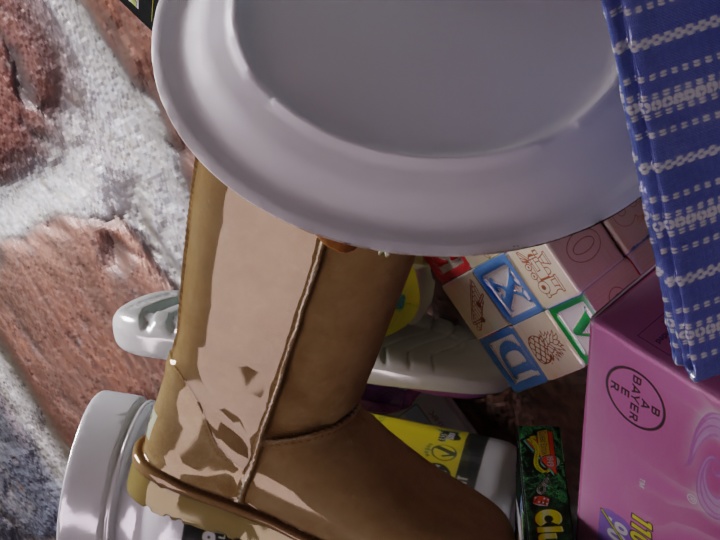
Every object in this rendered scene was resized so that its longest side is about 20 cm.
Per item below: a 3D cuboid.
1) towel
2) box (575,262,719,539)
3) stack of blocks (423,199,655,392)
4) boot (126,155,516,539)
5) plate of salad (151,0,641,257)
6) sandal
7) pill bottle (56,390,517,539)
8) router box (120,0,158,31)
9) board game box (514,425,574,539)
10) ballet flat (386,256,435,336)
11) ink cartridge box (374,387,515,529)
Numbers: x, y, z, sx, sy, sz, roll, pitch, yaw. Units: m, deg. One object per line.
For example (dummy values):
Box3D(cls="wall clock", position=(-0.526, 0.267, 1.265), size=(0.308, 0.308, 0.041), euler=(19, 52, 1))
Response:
Box3D(cls="towel", position=(0.148, -0.070, 0.679), size=(0.024, 0.145, 0.200), euler=(-117, 9, -59))
Box3D(cls="box", position=(0.188, 0.103, 0.823), size=(0.200, 0.097, 0.176), euler=(33, 143, 31))
Box3D(cls="stack of blocks", position=(0.055, -0.057, 0.884), size=(0.200, 0.059, 0.115), euler=(56, 150, -3))
Box3D(cls="boot", position=(0.005, 0.022, 0.840), size=(0.175, 0.066, 0.200), euler=(15, 112, -5))
Box3D(cls="plate of salad", position=(0.026, -0.077, 0.766), size=(0.200, 0.200, 0.048), euler=(37, 149, 26))
Box3D(cls="sandal", position=(-0.022, 0.045, 1.031), size=(0.202, 0.082, 0.050), euler=(9, 109, 21))
Box3D(cls="pill bottle", position=(-0.032, 0.115, 0.984), size=(0.200, 0.113, 0.113), euler=(10, 137, 7))
Box3D(cls="router box", position=(-0.086, -0.200, 0.943), size=(0.149, 0.051, 0.200), euler=(44, 148, 21))
Box3D(cls="board game box", position=(0.078, 0.167, 0.861), size=(0.023, 0.200, 0.105), euler=(0, 129, -1))
Box3D(cls="ballet flat", position=(0.000, 0.000, 0.970), size=(0.200, 0.067, 0.067), euler=(-91, 12, -83))
Box3D(cls="ink cartridge box", position=(-0.002, 0.167, 1.056), size=(0.160, 0.200, 0.047), euler=(53, 177, 0))
